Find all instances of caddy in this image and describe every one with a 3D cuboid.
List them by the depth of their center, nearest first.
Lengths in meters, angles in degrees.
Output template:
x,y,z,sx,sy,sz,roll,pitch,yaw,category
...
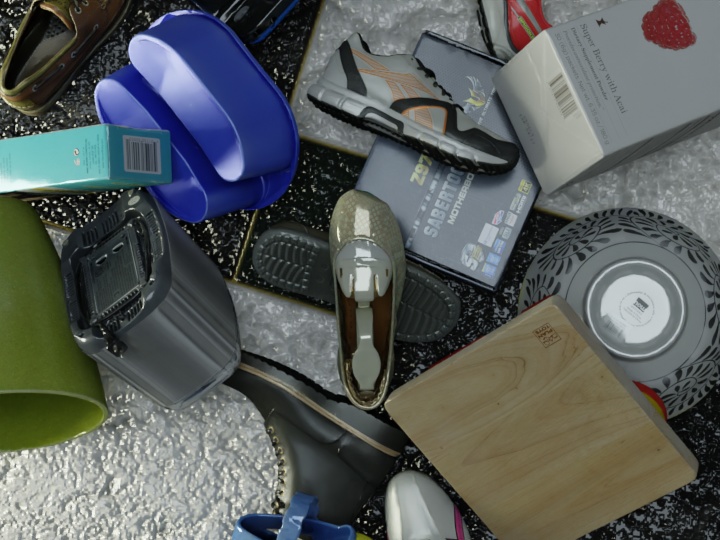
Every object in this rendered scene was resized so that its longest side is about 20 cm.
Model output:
x,y,z,sx,sy,sz,roll,pitch,yaw,category
-0.143,-0.141,1.536,0.200,0.105,0.141,52,127,6,caddy

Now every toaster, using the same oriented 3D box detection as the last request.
x,y,z,sx,sy,sz,roll,pitch,yaw,category
-0.181,0.033,1.487,0.114,0.200,0.129,-37,128,11,toaster

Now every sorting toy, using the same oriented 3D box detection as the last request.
x,y,z,sx,sy,sz,roll,pitch,yaw,category
0.161,0.130,1.475,0.200,0.070,0.199,-33,103,33,sorting toy

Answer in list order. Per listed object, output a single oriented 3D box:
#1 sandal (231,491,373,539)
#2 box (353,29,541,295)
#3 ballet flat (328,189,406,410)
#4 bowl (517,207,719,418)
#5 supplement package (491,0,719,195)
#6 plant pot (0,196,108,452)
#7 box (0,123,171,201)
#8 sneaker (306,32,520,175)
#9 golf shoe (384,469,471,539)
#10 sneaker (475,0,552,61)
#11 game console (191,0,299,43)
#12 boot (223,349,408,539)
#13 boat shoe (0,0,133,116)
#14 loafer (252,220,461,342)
x,y,z,sx,sy,sz,roll,pitch,yaw,category
-0.085,0.248,1.488,0.199,0.080,0.087,-24,111,25,sandal
0.091,-0.098,1.551,0.157,0.051,0.201,24,86,7,box
0.008,0.029,1.476,0.067,0.062,0.201,-3,114,2,ballet flat
0.241,0.037,1.506,0.200,0.094,0.202,0,83,4,bowl
0.241,-0.166,1.479,0.199,0.120,0.122,-22,83,-23,supplement package
-0.328,0.043,1.518,0.186,0.187,0.201,-9,69,3,plant pot
-0.269,-0.094,1.515,0.199,0.082,0.049,-5,87,36,box
0.054,-0.147,1.498,0.199,0.074,0.080,26,84,9,sneaker
0.071,0.272,1.496,0.072,0.092,0.201,-19,82,3,golf shoe
0.141,-0.294,1.563,0.085,0.077,0.201,-10,94,-2,sneaker
-0.087,-0.323,1.558,0.118,0.171,0.200,42,89,-20,game console
-0.074,0.162,1.529,0.199,0.077,0.139,27,92,7,boot
-0.271,-0.237,1.582,0.072,0.068,0.201,26,85,9,boat shoe
0.000,0.000,1.536,0.199,0.070,0.075,24,114,-10,loafer
